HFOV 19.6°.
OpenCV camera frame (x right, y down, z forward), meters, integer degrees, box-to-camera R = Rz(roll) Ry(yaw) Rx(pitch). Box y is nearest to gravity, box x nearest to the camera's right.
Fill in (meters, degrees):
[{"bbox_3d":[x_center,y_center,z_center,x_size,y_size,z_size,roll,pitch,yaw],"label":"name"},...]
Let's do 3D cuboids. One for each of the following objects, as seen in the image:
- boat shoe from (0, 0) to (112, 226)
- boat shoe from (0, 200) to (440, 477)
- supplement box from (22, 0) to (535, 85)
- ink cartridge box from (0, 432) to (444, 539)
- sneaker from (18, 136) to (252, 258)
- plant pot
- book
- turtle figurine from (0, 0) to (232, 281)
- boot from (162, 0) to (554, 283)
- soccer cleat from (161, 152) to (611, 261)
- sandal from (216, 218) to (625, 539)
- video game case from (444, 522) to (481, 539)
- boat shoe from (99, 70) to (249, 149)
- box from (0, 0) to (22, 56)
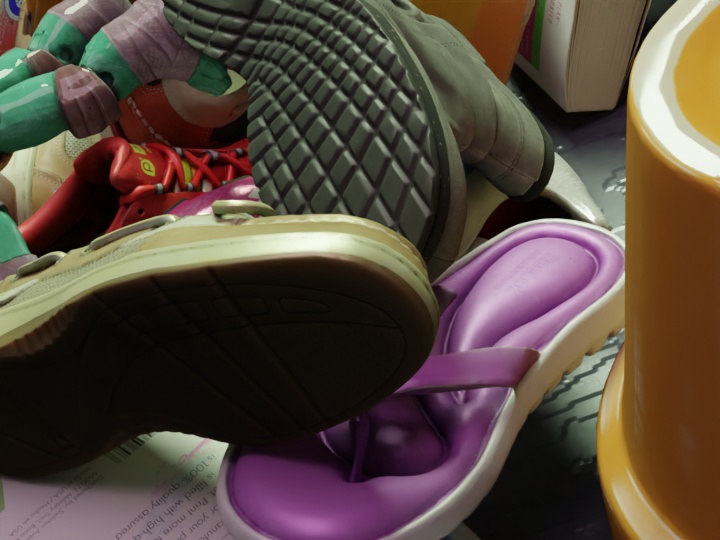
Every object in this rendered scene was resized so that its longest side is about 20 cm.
[{"bbox_3d":[-0.116,-0.084,0.949,0.076,0.072,0.201,-1,51,5],"label":"boat shoe"},{"bbox_3d":[-0.055,0.012,0.622,0.200,0.073,0.063,-19,35,43],"label":"boat shoe"},{"bbox_3d":[-0.033,-0.121,0.845,0.199,0.067,0.069,7,47,-10],"label":"supplement box"},{"bbox_3d":[-0.051,0.109,0.649,0.117,0.068,0.200,-39,42,-23],"label":"ink cartridge box"},{"bbox_3d":[-0.072,-0.023,0.832,0.199,0.085,0.077,-31,40,-12],"label":"sneaker"},{"bbox_3d":[0.157,0.009,0.615,0.199,0.184,0.201,-12,40,10],"label":"plant pot"},{"bbox_3d":[0.065,-0.173,0.911,0.048,0.134,0.200,-5,33,-25],"label":"book"},{"bbox_3d":[-0.147,-0.028,0.756,0.200,0.101,0.150,-41,44,-13],"label":"turtle figurine"},{"bbox_3d":[0.021,-0.052,0.701,0.068,0.130,0.200,-54,39,20],"label":"boot"},{"bbox_3d":[0.000,0.000,0.764,0.199,0.070,0.086,-20,36,-19],"label":"soccer cleat"},{"bbox_3d":[0.020,0.023,0.650,0.082,0.050,0.203,11,32,28],"label":"sandal"},{"bbox_3d":[-0.069,0.110,0.727,0.182,0.022,0.200,-33,40,-15],"label":"video game case"},{"bbox_3d":[-0.051,-0.119,0.928,0.063,0.071,0.200,-38,17,44],"label":"boat shoe"},{"bbox_3d":[-0.204,-0.171,1.052,0.095,0.100,0.200,13,49,35],"label":"box"}]
